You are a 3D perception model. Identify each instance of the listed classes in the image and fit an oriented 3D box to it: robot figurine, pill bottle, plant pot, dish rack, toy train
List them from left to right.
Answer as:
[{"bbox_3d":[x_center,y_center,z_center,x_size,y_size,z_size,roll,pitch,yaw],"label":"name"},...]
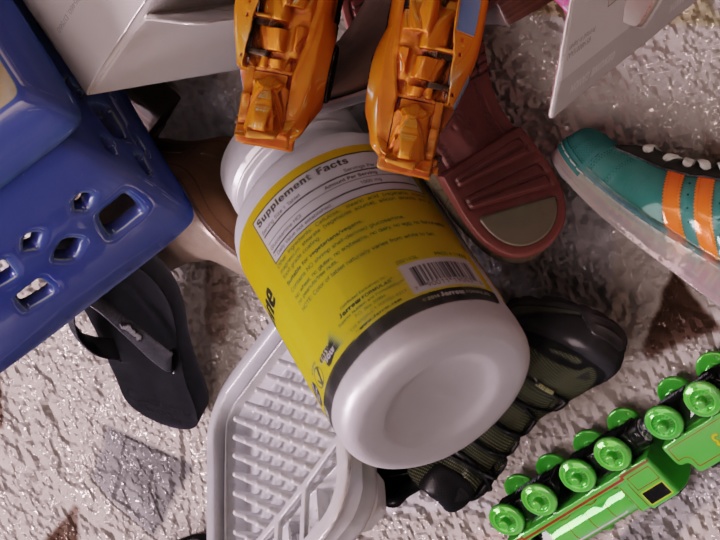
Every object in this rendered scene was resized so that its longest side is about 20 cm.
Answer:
[{"bbox_3d":[-0.236,-0.071,1.200,0.199,0.180,0.201,-35,67,2],"label":"plant pot"},{"bbox_3d":[-0.036,0.110,1.284,0.043,0.201,0.172,19,131,-22],"label":"dish rack"},{"bbox_3d":[0.000,0.000,1.193,0.201,0.112,0.113,58,138,37],"label":"pill bottle"},{"bbox_3d":[0.007,-0.151,1.050,0.144,0.058,0.202,10,91,3],"label":"robot figurine"},{"bbox_3d":[0.150,0.111,1.244,0.056,0.042,0.200,45,129,-9],"label":"toy train"}]

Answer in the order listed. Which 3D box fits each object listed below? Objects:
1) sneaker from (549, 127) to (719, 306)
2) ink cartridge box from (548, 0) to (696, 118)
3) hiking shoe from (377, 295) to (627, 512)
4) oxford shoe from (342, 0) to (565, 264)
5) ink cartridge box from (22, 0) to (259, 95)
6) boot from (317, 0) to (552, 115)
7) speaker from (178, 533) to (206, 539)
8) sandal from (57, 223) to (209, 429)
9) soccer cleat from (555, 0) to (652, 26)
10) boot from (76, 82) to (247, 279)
[{"bbox_3d":[0.191,-0.027,1.137,0.200,0.071,0.080,37,96,24],"label":"sneaker"},{"bbox_3d":[0.126,-0.187,1.004,0.044,0.200,0.178,23,124,21],"label":"ink cartridge box"},{"bbox_3d":[0.072,0.086,1.230,0.075,0.101,0.199,30,142,-28],"label":"hiking shoe"},{"bbox_3d":[0.041,-0.089,1.193,0.075,0.070,0.201,106,140,-77],"label":"oxford shoe"},{"bbox_3d":[-0.112,-0.194,1.167,0.201,0.128,0.125,56,130,17],"label":"ink cartridge box"},{"bbox_3d":[-0.003,-0.197,1.108,0.064,0.186,0.201,5,124,63],"label":"boot"},{"bbox_3d":[-0.086,0.279,1.451,0.081,0.081,0.201,-19,102,37],"label":"speaker"},{"bbox_3d":[-0.139,0.039,1.333,0.075,0.043,0.201,11,145,27],"label":"sandal"},{"bbox_3d":[0.107,-0.207,1.077,0.086,0.070,0.201,0,115,63],"label":"soccer cleat"},{"bbox_3d":[-0.121,-0.026,1.328,0.200,0.070,0.146,49,133,8],"label":"boot"}]
